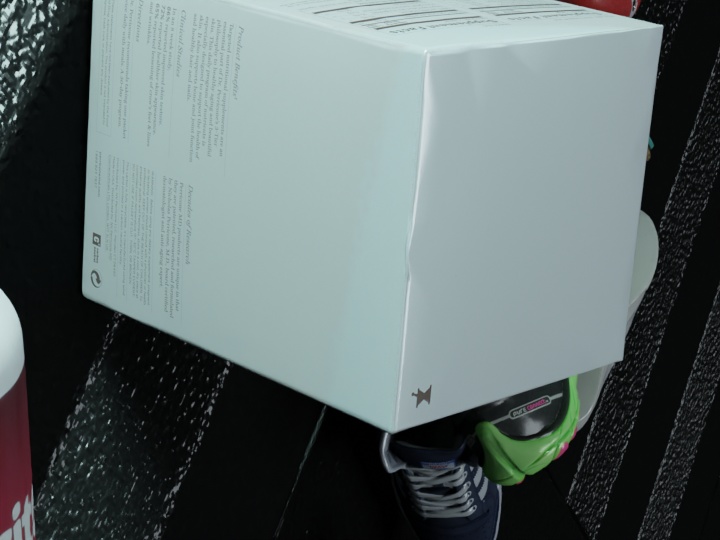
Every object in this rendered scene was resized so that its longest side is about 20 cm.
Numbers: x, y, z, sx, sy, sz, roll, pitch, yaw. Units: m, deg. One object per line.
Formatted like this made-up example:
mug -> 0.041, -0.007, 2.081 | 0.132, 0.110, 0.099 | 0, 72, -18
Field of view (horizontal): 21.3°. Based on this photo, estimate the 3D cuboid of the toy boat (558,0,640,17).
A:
toy boat -> 0.168, -0.252, 1.214 | 0.130, 0.130, 0.202 | -35, 132, -56

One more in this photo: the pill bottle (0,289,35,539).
pill bottle -> -0.169, 0.066, 0.657 | 0.113, 0.112, 0.202 | -38, 135, -54

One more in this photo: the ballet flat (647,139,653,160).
ballet flat -> 0.155, -0.110, 1.358 | 0.065, 0.070, 0.200 | -47, 150, 1

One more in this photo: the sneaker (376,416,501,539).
sneaker -> 0.049, 0.121, 1.165 | 0.109, 0.069, 0.202 | -89, 171, -61

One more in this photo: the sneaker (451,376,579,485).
sneaker -> 0.083, 0.032, 1.086 | 0.084, 0.076, 0.201 | 48, 22, -24

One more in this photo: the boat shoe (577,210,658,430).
boat shoe -> 0.173, 0.044, 1.452 | 0.069, 0.071, 0.202 | 102, 5, -63

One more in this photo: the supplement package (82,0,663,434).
supplement package -> 0.000, -0.045, 0.824 | 0.150, 0.199, 0.153 | -12, 114, -44
